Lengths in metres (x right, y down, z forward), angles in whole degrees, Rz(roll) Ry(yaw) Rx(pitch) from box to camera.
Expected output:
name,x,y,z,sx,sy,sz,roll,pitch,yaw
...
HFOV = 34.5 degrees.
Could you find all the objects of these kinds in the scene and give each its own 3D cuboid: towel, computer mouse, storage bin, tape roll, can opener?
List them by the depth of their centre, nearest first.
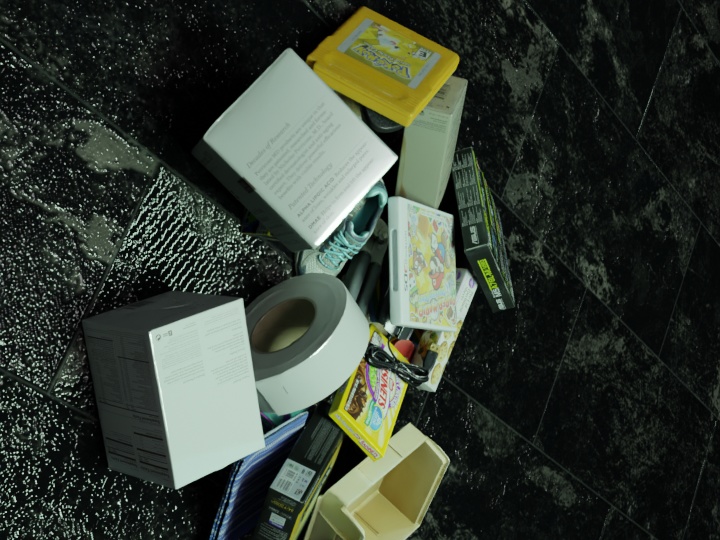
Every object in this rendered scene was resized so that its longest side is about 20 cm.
name,x,y,z,sx,sy,sz,roll,pitch,yaw
tape roll,-0.090,0.098,1.585,0.203,0.201,0.071,-53,129,-28
towel,-0.141,0.296,1.600,0.144,0.024,0.201,-28,146,-48
can opener,0.000,0.000,1.733,0.053,0.066,0.201,44,45,-30
storage bin,0.020,0.355,1.734,0.200,0.094,0.199,-33,153,-39
computer mouse,0.081,0.072,1.746,0.140,0.046,0.201,34,55,-31

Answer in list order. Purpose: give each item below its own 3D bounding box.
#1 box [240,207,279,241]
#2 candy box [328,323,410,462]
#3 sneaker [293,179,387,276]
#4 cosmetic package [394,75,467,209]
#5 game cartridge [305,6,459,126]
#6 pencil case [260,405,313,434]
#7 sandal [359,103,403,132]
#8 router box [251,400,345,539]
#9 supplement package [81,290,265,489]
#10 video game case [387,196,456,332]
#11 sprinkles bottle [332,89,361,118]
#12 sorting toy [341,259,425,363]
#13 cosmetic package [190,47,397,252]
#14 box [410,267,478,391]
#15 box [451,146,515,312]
name,x,y,z,sx,sy,sz,roll,pitch,yaw
box,-0.111,-0.144,1.639,0.070,0.064,0.202,11,86,-46
candy box,0.018,0.174,1.689,0.102,0.026,0.201,49,34,-19
sneaker,-0.029,-0.052,1.678,0.077,0.086,0.201,26,101,-24
cosmetic package,0.105,-0.192,1.774,0.106,0.071,0.201,-64,167,-47
game cartridge,0.033,-0.299,1.678,0.200,0.175,0.033,-53,169,-50
pencil case,-0.094,0.155,1.669,0.200,0.085,0.093,-52,141,-30
sandal,0.029,-0.255,1.691,0.075,0.045,0.201,14,39,-18
router box,-0.085,0.302,1.615,0.200,0.052,0.158,-56,168,-54
supplement package,-0.236,0.145,1.472,0.151,0.150,0.202,-20,107,-44
video game case,0.095,-0.005,1.722,0.200,0.023,0.184,12,76,-62
sprinkles bottle,-0.026,-0.200,1.720,0.068,0.068,0.202,-26,112,-42
sorting toy,0.074,0.082,1.848,0.199,0.069,0.201,-20,108,-44
cosmetic package,-0.091,-0.151,1.515,0.200,0.165,0.165,44,80,-9
box,0.129,0.092,1.828,0.041,0.038,0.201,41,65,-41
box,0.198,-0.064,1.885,0.193,0.047,0.201,54,25,-52
